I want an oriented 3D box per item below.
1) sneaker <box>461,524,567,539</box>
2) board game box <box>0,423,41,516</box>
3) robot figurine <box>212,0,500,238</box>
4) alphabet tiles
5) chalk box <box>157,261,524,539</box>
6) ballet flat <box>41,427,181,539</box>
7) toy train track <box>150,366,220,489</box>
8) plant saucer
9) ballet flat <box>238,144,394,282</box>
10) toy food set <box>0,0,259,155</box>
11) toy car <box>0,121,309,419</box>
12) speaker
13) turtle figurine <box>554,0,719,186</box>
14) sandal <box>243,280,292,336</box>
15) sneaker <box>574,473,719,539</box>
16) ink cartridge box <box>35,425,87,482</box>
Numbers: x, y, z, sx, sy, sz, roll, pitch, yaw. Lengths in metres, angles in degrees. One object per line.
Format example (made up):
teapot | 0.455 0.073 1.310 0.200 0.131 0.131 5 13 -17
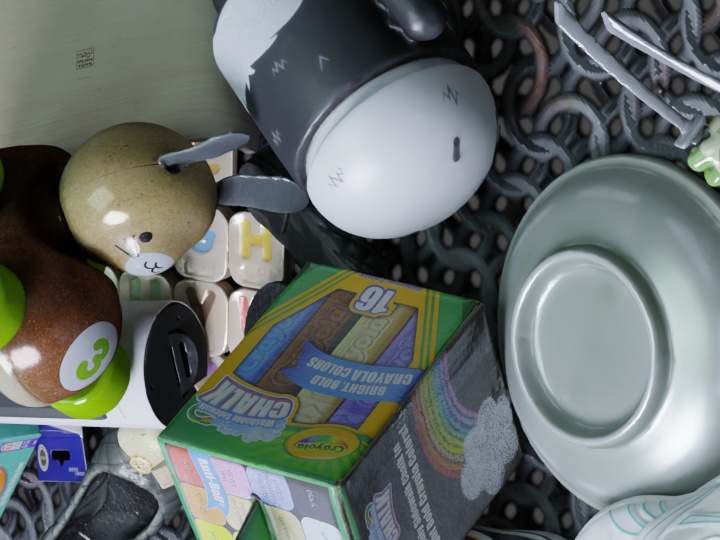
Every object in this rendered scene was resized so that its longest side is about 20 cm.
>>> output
sneaker | 0.034 0.181 1.498 0.199 0.079 0.079 -11 89 49
board game box | -0.282 0.063 1.800 0.152 0.045 0.201 -58 47 53
robot figurine | -0.004 -0.112 1.466 0.125 0.150 0.200 -36 63 4
alphabet tiles | -0.134 -0.001 1.641 0.199 0.015 0.197 10 107 24
chalk box | -0.020 0.112 1.417 0.123 0.200 0.125 14 136 34
ballet flat | -0.164 0.164 1.702 0.066 0.057 0.200 34 133 0
toy train track | -0.054 0.118 1.526 0.033 0.114 0.200 50 171 31
plant saucer | 0.134 0.039 1.389 0.200 0.050 0.201 8 101 46
ballet flat | 0.000 0.000 1.534 0.200 0.057 0.067 55 144 18
toy food set | -0.157 -0.119 1.606 0.199 0.060 0.144 -11 64 19
toy car | -0.134 -0.021 1.494 0.199 0.164 0.159 -20 65 15
speaker | -0.198 0.058 1.638 0.199 0.081 0.082 1 97 27
turtle figurine | 0.191 -0.052 1.251 0.144 0.199 0.195 179 79 -81
sandal | -0.043 0.079 1.587 0.201 0.045 0.075 101 152 -44
sneaker | 0.161 0.155 1.343 0.070 0.080 0.200 47 136 -6
ink cartridge box | -0.228 0.048 1.779 0.095 0.037 0.201 -7 92 62
